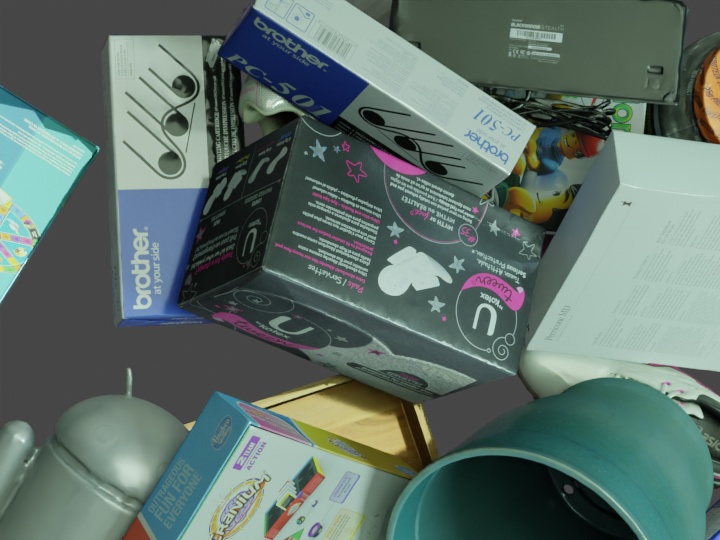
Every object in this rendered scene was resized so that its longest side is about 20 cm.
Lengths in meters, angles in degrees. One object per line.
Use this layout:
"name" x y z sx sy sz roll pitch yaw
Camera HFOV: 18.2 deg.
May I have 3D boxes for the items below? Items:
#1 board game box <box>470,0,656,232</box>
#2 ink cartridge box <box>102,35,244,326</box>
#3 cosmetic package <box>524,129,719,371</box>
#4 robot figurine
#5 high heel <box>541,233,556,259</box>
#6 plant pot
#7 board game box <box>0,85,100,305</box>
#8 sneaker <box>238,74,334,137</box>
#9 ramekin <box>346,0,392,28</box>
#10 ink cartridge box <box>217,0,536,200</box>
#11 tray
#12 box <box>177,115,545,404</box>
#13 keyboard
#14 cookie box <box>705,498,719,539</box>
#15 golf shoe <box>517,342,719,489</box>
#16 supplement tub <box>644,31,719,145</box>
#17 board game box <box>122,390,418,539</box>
"board game box" 0.135 -0.126 1.552 0.126 0.035 0.200 4 106 3
"ink cartridge box" -0.128 -0.064 1.577 0.094 0.044 0.200 -1 81 -14
"cosmetic package" 0.211 -0.009 1.535 0.151 0.200 0.052 5 54 -15
"robot figurine" -0.175 0.165 1.482 0.169 0.113 0.200 31 96 -16
"high heel" 0.181 0.010 1.635 0.200 0.067 0.096 16 67 5
"plant pot" 0.148 0.168 1.523 0.200 0.200 0.188 51 37 -1
"board game box" -0.296 -0.038 1.538 0.151 0.047 0.200 33 75 -6
"sneaker" -0.015 -0.084 1.577 0.200 0.081 0.088 43 61 -19
"ramekin" 0.080 -0.225 1.631 0.200 0.105 0.201 2 80 -13
"ink cartridge box" 0.009 -0.119 1.487 0.200 0.094 0.044 33 68 -7
"tray" -0.048 0.136 1.575 0.200 0.037 0.099 -17 86 -15
"box" 0.000 0.000 1.510 0.200 0.132 0.115 24 66 -24
"keyboard" 0.117 -0.142 1.521 0.200 0.040 0.104 7 82 6
"cookie box" 0.292 0.257 1.617 0.200 0.075 0.171 -40 92 -16
"golf shoe" 0.208 0.092 1.616 0.200 0.092 0.073 26 79 -6
"supplement tub" 0.251 -0.098 1.601 0.122 0.200 0.123 2 81 -13
"board game box" -0.061 0.173 1.476 0.200 0.040 0.153 26 99 -50
